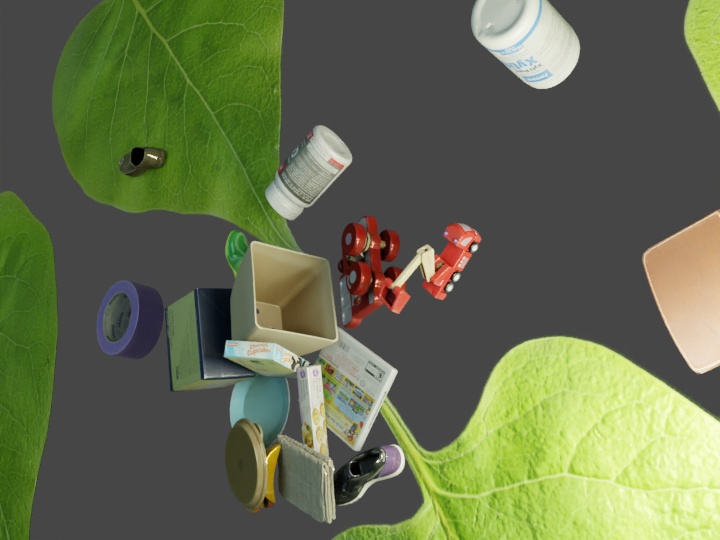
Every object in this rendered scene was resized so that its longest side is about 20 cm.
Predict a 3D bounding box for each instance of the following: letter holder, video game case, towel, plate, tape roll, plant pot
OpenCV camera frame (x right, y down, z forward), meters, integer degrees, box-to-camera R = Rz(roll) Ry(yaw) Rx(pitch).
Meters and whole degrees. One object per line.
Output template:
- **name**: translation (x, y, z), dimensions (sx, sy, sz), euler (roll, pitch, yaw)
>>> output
- **letter holder**: translation (0.523, 0.042, 1.159), dimensions (0.141, 0.100, 0.204), euler (-33, 58, 31)
- **video game case**: translation (-0.030, 0.241, 1.632), dimensions (0.199, 0.023, 0.185), euler (31, 99, 41)
- **towel**: translation (-0.112, 0.421, 1.597), dimensions (0.198, 0.034, 0.136), euler (12, 106, 53)
- **plate**: translation (-0.222, 0.305, 1.778), dimensions (0.197, 0.025, 0.205), euler (-14, 68, 37)
- **tape roll**: translation (-0.628, 0.135, 2.140), dimensions (0.197, 0.084, 0.205), euler (-14, 68, 37)
- **plant pot**: translation (-0.183, 0.086, 1.699), dimensions (0.177, 0.197, 0.204), euler (-41, 47, 44)

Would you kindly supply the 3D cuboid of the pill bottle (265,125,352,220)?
- **pill bottle**: translation (-0.121, -0.219, 1.782), dimensions (0.200, 0.113, 0.115), euler (-44, 53, 22)

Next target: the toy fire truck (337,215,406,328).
- **toy fire truck**: translation (0.000, 0.000, 1.629), dimensions (0.167, 0.110, 0.204), euler (-37, 53, 49)

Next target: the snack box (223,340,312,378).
- **snack box**: translation (-0.190, 0.189, 1.647), dimensions (0.113, 0.200, 0.038), euler (1, 72, 19)

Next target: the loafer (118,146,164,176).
- **loafer**: translation (-0.654, -0.329, 2.306), dimensions (0.197, 0.067, 0.078), euler (-11, 70, 38)

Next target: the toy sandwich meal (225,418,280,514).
- **toy sandwich meal**: translation (-0.225, 0.416, 1.677), dimensions (0.203, 0.069, 0.211), euler (3, 94, 56)

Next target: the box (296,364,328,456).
- **box**: translation (-0.099, 0.300, 1.629), dimensions (0.038, 0.041, 0.205), euler (-8, 86, 45)

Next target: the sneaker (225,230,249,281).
- **sneaker**: translation (-0.267, -0.004, 1.877), dimensions (0.083, 0.073, 0.204), euler (-26, 71, 35)

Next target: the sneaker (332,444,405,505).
- **sneaker**: translation (-0.013, 0.392, 1.528), dimensions (0.199, 0.087, 0.077), euler (-39, 55, 26)

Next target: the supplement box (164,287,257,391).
- **supplement box**: translation (-0.348, 0.162, 1.809), dimensions (0.198, 0.132, 0.205), euler (-25, 68, 51)

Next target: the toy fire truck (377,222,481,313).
- **toy fire truck**: translation (0.132, -0.007, 1.483), dimensions (0.049, 0.140, 0.202), euler (41, 104, 39)

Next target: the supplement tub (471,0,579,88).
- **supplement tub**: translation (0.300, -0.427, 1.420), dimensions (0.130, 0.198, 0.135), euler (-14, 68, 37)
